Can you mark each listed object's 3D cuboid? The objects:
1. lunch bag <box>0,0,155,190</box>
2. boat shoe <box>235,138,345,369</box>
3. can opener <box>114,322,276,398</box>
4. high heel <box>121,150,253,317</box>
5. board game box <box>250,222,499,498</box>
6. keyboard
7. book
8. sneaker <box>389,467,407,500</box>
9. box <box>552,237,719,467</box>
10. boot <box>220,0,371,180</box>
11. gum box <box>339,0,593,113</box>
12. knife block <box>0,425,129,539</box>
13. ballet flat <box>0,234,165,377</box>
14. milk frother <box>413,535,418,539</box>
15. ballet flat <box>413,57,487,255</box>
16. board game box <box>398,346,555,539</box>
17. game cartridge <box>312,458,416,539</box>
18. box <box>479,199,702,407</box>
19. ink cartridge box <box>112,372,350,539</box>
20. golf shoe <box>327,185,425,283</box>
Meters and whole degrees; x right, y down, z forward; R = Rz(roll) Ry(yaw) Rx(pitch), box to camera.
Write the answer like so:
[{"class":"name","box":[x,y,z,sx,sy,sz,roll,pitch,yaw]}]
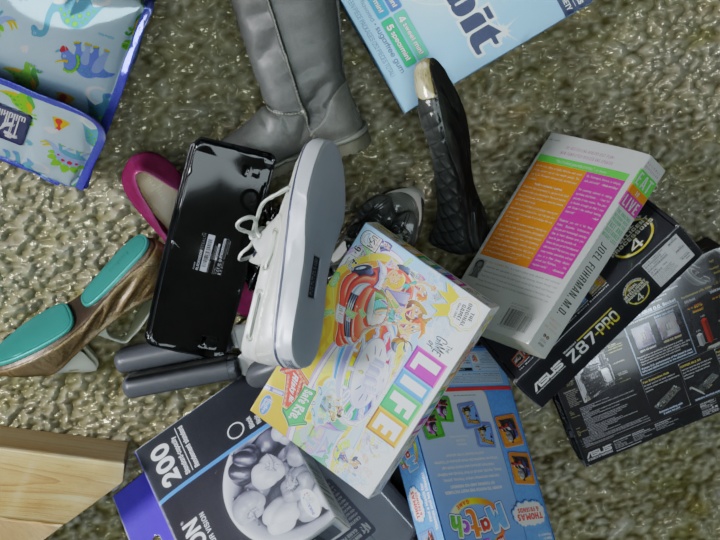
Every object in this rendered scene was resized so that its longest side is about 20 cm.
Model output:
[{"class":"lunch bag","box":[-0.287,-0.184,1.273,0.170,0.127,0.200,22,113,-11]},{"class":"boat shoe","box":[-0.070,-0.017,1.253,0.086,0.075,0.202,3,80,26]},{"class":"can opener","box":[-0.133,0.084,1.349,0.200,0.067,0.053,-11,108,9]},{"class":"high heel","box":[-0.143,-0.026,1.326,0.067,0.096,0.200,-33,103,3]},{"class":"board game box","box":[0.011,0.077,1.265,0.134,0.034,0.200,34,102,15]},{"class":"keyboard","box":[-0.124,-0.017,1.311,0.104,0.040,0.200,15,107,-7]},{"class":"book","box":[0.171,-0.025,1.305,0.048,0.134,0.200,40,80,-30]},{"class":"sneaker","box":[0.044,0.148,1.398,0.112,0.073,0.200,7,110,-10]},{"class":"box","box":[0.277,0.079,1.408,0.200,0.050,0.158,-23,103,0]},{"class":"boot","box":[-0.090,-0.185,1.294,0.182,0.073,0.200,-19,116,-2]},{"class":"gum box","box":[0.082,-0.267,1.318,0.200,0.045,0.170,-30,103,2]},{"class":"knife block","box":[-0.343,0.176,1.371,0.200,0.064,0.176,-36,103,4]},{"class":"ballet flat","box":[-0.250,0.050,1.359,0.200,0.068,0.072,-39,122,0]},{"class":"milk frother","box":[0.069,0.357,1.381,0.200,0.188,0.181,-34,102,4]},{"class":"ballet flat","box":[0.072,-0.098,1.323,0.057,0.066,0.200,-1,122,22]},{"class":"board game box","box":[0.096,0.168,1.330,0.037,0.151,0.200,-31,67,40]},{"class":"game cartridge","box":[-0.039,0.257,1.384,0.200,0.041,0.133,-43,84,27]},{"class":"box","box":[0.194,0.010,1.328,0.200,0.161,0.049,-45,118,6]},{"class":"ink cartridge box","box":[-0.132,0.217,1.338,0.200,0.198,0.043,-37,139,4]},{"class":"golf shoe","box":[0.000,0.000,1.358,0.078,0.094,0.200,43,122,0]}]
